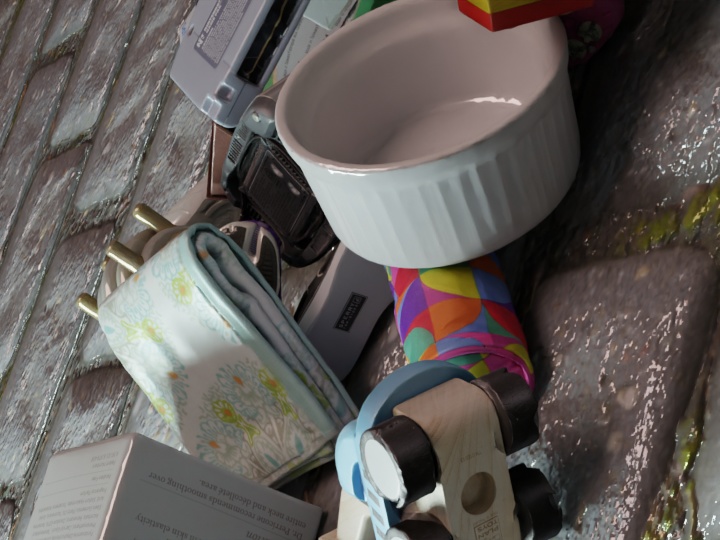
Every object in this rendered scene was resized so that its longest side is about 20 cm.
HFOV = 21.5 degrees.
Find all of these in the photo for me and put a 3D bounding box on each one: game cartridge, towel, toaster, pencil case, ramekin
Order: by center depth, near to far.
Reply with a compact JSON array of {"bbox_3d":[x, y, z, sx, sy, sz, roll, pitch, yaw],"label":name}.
[{"bbox_3d":[0.058,0.027,1.257,0.089,0.088,0.201,-52,26,27],"label":"pencil case"},{"bbox_3d":[0.051,-0.093,1.259,0.198,0.098,0.201,-14,38,11],"label":"ramekin"},{"bbox_3d":[-0.104,0.076,1.427,0.048,0.201,0.171,-37,2,-42],"label":"towel"},{"bbox_3d":[-0.022,-0.090,1.437,0.129,0.114,0.200,-40,-9,-25],"label":"toaster"},{"bbox_3d":[-0.078,-0.218,1.454,0.201,0.041,0.133,-61,32,10],"label":"game cartridge"}]

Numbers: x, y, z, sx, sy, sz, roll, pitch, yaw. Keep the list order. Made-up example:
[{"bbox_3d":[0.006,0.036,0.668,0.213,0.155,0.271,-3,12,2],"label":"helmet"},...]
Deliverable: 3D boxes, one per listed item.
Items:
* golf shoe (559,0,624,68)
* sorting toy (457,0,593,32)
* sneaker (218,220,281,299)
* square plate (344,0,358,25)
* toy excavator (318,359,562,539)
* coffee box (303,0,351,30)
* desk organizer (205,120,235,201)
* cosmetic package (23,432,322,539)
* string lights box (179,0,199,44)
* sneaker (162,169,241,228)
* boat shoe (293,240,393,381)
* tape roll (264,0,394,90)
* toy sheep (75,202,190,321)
[{"bbox_3d":[0.117,-0.186,1.350,0.199,0.075,0.092,-12,39,51],"label":"golf shoe"},{"bbox_3d":[0.134,-0.221,1.233,0.200,0.197,0.070,-131,27,-66],"label":"sorting toy"},{"bbox_3d":[-0.094,0.035,1.496,0.084,0.080,0.201,-57,-17,-47],"label":"sneaker"},{"bbox_3d":[0.040,-0.241,1.609,0.198,0.028,0.201,-48,29,33],"label":"square plate"},{"bbox_3d":[0.028,0.137,1.161,0.200,0.099,0.196,24,132,57],"label":"toy excavator"},{"bbox_3d":[-0.038,-0.307,1.583,0.115,0.079,0.201,-52,28,25],"label":"coffee box"},{"bbox_3d":[-0.097,-0.148,1.697,0.201,0.071,0.078,-92,7,-54],"label":"desk organizer"},{"bbox_3d":[-0.156,0.246,1.384,0.166,0.166,0.202,-18,51,57],"label":"cosmetic package"},{"bbox_3d":[-0.078,-0.266,1.784,0.200,0.102,0.059,-52,27,27],"label":"string lights box"},{"bbox_3d":[-0.145,-0.046,1.767,0.199,0.076,0.081,-34,30,37],"label":"sneaker"},{"bbox_3d":[0.000,0.000,1.419,0.201,0.068,0.057,-55,25,26],"label":"boat shoe"},{"bbox_3d":[-0.015,-0.201,1.594,0.201,0.048,0.202,-47,29,36],"label":"tape roll"},{"bbox_3d":[-0.173,0.025,1.673,0.200,0.137,0.139,130,154,-54],"label":"toy sheep"}]
